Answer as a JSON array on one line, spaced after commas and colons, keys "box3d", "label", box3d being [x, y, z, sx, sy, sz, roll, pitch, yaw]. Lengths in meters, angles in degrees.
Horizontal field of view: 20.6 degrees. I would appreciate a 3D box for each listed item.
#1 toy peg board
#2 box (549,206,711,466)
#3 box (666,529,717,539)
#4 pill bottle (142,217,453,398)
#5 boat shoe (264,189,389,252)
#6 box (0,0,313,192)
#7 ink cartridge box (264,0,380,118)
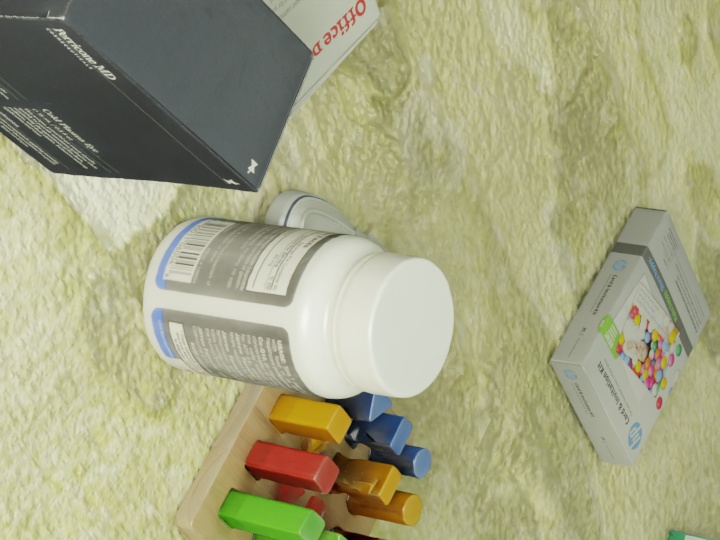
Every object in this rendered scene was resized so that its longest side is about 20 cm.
[{"box3d": [-0.015, 0.166, 1.518, 0.200, 0.098, 0.199, 53, 56, -44], "label": "toy peg board"}, {"box3d": [0.264, 0.063, 1.915, 0.200, 0.041, 0.156, -56, 136, -29], "label": "box"}, {"box3d": [0.416, 0.319, 2.100, 0.200, 0.117, 0.048, 26, 77, -53], "label": "box"}, {"box3d": [-0.043, 0.027, 1.368, 0.114, 0.200, 0.114, -14, 108, -51], "label": "pill bottle"}, {"box3d": [0.000, 0.000, 1.532, 0.200, 0.065, 0.074, 39, 66, -49], "label": "boat shoe"}, {"box3d": [-0.163, -0.143, 1.193, 0.200, 0.182, 0.104, 42, 63, -48], "label": "box"}, {"box3d": [-0.081, -0.221, 1.368, 0.145, 0.085, 0.200, -49, 131, -35], "label": "ink cartridge box"}]
